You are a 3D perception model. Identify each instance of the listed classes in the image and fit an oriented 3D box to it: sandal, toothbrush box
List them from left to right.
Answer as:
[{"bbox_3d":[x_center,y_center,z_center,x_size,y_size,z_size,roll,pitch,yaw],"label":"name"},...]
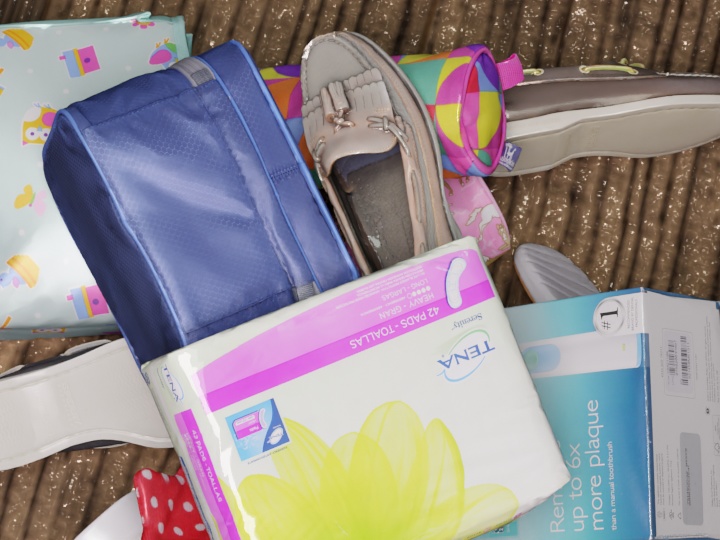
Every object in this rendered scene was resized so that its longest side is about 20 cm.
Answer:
[{"bbox_3d":[0.117,0.097,1.355,0.085,0.199,0.148,9,77,-45],"label":"toothbrush box"},{"bbox_3d":[0.152,0.074,1.437,0.079,0.059,0.207,3,46,-46],"label":"sandal"}]

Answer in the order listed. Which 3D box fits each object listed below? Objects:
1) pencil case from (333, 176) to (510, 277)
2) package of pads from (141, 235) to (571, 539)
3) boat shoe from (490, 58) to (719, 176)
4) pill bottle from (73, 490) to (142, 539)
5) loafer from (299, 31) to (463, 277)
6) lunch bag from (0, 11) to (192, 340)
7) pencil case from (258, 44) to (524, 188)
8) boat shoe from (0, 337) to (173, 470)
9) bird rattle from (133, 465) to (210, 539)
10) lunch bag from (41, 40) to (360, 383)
[{"bbox_3d":[0.000,0.000,1.431,0.199,0.083,0.087,-32,109,-11],"label":"pencil case"},{"bbox_3d":[0.002,0.086,1.201,0.199,0.068,0.156,-22,90,-24],"label":"package of pads"},{"bbox_3d":[0.162,-0.109,1.475,0.198,0.072,0.060,-9,63,-13],"label":"boat shoe"},{"bbox_3d":[-0.098,0.233,1.353,0.111,0.111,0.200,-42,84,-12],"label":"pill bottle"},{"bbox_3d":[0.010,-0.053,1.308,0.072,0.063,0.201,-28,75,24],"label":"loafer"},{"bbox_3d":[-0.183,-0.061,1.410,0.169,0.122,0.202,-4,83,-5],"label":"lunch bag"},{"bbox_3d":[0.000,-0.094,1.402,0.199,0.088,0.089,-2,75,26],"label":"pencil case"},{"bbox_3d":[-0.157,0.079,1.392,0.198,0.060,0.074,-16,99,6],"label":"boat shoe"},{"bbox_3d":[-0.026,0.159,1.264,0.199,0.163,0.113,3,113,-34],"label":"bird rattle"},{"bbox_3d":[-0.082,-0.022,1.292,0.132,0.136,0.201,-26,86,-19],"label":"lunch bag"}]
